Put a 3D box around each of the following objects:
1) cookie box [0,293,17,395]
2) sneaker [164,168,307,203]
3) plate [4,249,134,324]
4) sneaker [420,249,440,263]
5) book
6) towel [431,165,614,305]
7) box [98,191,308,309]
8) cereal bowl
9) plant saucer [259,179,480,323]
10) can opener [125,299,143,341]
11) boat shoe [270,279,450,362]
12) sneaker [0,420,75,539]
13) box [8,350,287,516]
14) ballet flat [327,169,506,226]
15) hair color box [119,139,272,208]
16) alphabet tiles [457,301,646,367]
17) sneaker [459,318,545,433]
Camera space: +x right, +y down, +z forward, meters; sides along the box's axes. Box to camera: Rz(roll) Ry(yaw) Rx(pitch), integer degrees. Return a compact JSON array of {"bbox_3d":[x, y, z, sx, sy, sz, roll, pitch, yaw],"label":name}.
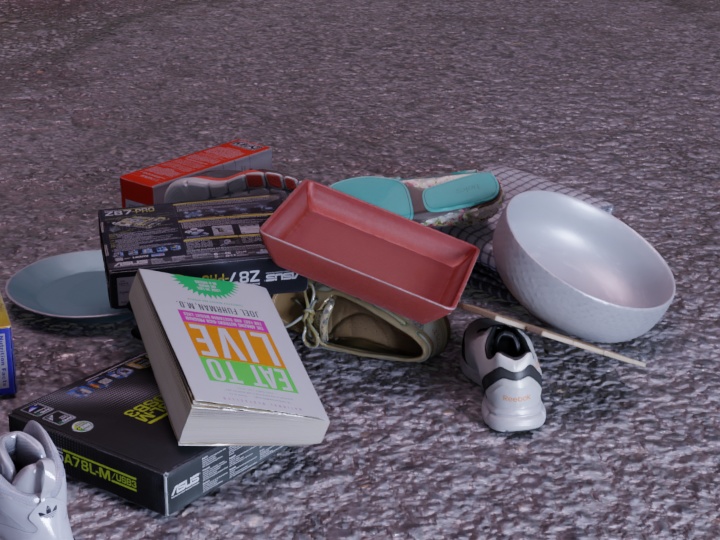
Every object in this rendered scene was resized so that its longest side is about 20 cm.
[{"bbox_3d":[-0.446,0.068,1.611,0.199,0.076,0.171,-6,21,-17],"label":"cookie box"},{"bbox_3d":[-0.117,-0.088,1.834,0.199,0.078,0.082,6,25,19],"label":"sneaker"},{"bbox_3d":[-0.287,0.022,1.799,0.199,0.026,0.200,-1,21,0],"label":"plate"},{"bbox_3d":[0.000,0.000,1.756,0.199,0.078,0.076,11,8,16],"label":"sneaker"},{"bbox_3d":[-0.119,0.077,1.461,0.133,0.048,0.200,7,31,-28],"label":"book"},{"bbox_3d":[0.168,-0.037,1.865,0.165,0.086,0.200,25,37,34],"label":"towel"},{"bbox_3d":[-0.164,-0.023,1.685,0.199,0.049,0.161,-6,28,-11],"label":"box"},{"bbox_3d":[0.221,0.008,1.704,0.199,0.084,0.200,19,31,-12],"label":"cereal bowl"},{"bbox_3d":[0.009,-0.015,1.627,0.199,0.037,0.200,23,21,4],"label":"plant saucer"},{"bbox_3d":[-0.152,0.059,1.592,0.078,0.064,0.200,-35,-22,24],"label":"can opener"},{"bbox_3d":[-0.010,0.048,1.660,0.199,0.074,0.063,9,20,22],"label":"boat shoe"},{"bbox_3d":[-0.287,0.169,1.290,0.075,0.116,0.199,-18,27,-39],"label":"sneaker"},{"bbox_3d":[-0.176,0.136,1.468,0.192,0.048,0.200,13,24,36],"label":"box"},{"bbox_3d":[0.058,-0.065,1.769,0.199,0.064,0.076,-3,62,-4],"label":"ballet flat"},{"bbox_3d":[-0.192,-0.083,1.964,0.061,0.102,0.199,17,26,38],"label":"hair color box"},{"bbox_3d":[0.176,0.059,1.591,0.166,0.006,0.200,17,1,-19],"label":"alphabet tiles"},{"bbox_3d":[0.139,0.080,1.569,0.073,0.081,0.200,-5,20,-6],"label":"sneaker"}]
